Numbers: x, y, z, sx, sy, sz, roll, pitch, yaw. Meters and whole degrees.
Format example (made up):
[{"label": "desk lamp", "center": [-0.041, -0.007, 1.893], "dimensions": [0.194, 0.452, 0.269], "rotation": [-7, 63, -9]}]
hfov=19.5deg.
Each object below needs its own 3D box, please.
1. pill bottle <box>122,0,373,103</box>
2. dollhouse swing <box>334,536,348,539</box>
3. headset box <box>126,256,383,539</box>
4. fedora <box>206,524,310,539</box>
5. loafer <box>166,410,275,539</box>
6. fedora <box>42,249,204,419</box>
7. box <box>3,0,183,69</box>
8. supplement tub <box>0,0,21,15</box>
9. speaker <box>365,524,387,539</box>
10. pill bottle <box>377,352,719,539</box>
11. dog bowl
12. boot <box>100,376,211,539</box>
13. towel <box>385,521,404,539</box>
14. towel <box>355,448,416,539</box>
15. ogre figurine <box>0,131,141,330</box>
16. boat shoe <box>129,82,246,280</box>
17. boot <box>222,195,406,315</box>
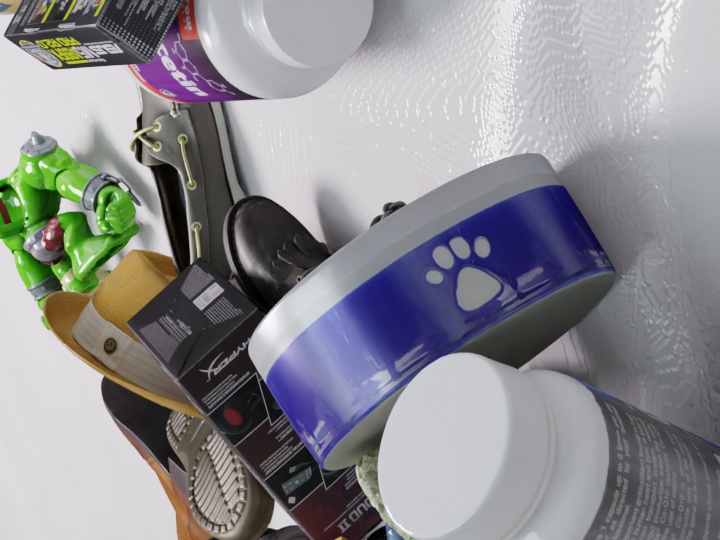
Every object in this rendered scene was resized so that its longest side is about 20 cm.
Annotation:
[{"label": "pill bottle", "center": [-0.074, -0.163, 1.320], "dimensions": [0.199, 0.112, 0.113], "rotation": [5, 115, 60]}, {"label": "dollhouse swing", "center": [0.000, 0.311, 1.388], "dimensions": [0.200, 0.176, 0.182], "rotation": [41, -158, -19]}, {"label": "headset box", "center": [-0.060, 0.101, 1.453], "dimensions": [0.200, 0.075, 0.149], "rotation": [52, 174, -24]}, {"label": "fedora", "center": [-0.057, 0.269, 1.565], "dimensions": [0.176, 0.201, 0.090], "rotation": [38, 134, -9]}, {"label": "loafer", "center": [-0.095, 0.148, 1.622], "dimensions": [0.076, 0.067, 0.200], "rotation": [-59, 26, 16]}, {"label": "fedora", "center": [-0.144, 0.041, 1.599], "dimensions": [0.200, 0.200, 0.082], "rotation": [36, 104, 45]}, {"label": "box", "center": [-0.134, -0.223, 1.311], "dimensions": [0.044, 0.201, 0.160], "rotation": [32, 167, -28]}, {"label": "supplement tub", "center": [-0.246, -0.266, 1.517], "dimensions": [0.200, 0.144, 0.146], "rotation": [-12, 100, 63]}, {"label": "speaker", "center": [0.031, 0.274, 1.505], "dimensions": [0.081, 0.081, 0.201], "rotation": [45, 145, 36]}, {"label": "pill bottle", "center": [0.111, 0.118, 1.085], "dimensions": [0.113, 0.199, 0.115], "rotation": [-27, 51, 39]}, {"label": "dog bowl", "center": [0.040, 0.025, 1.161], "dimensions": [0.079, 0.199, 0.200], "rotation": [57, 152, 12]}, {"label": "boot", "center": [-0.151, 0.192, 1.823], "dimensions": [0.188, 0.068, 0.201], "rotation": [34, 147, 35]}, {"label": "towel", "center": [0.057, 0.189, 1.318], "dimensions": [0.201, 0.048, 0.112], "rotation": [-98, -19, -45]}, {"label": "towel", "center": [0.076, 0.177, 1.183], "dimensions": [0.200, 0.037, 0.148], "rotation": [44, 179, 10]}, {"label": "ogre figurine", "center": [-0.257, -0.040, 1.772], "dimensions": [0.120, 0.098, 0.200], "rotation": [50, 162, 7]}, {"label": "boat shoe", "center": [-0.133, -0.085, 1.544], "dimensions": [0.072, 0.060, 0.203], "rotation": [1, 111, 61]}, {"label": "boot", "center": [0.000, 0.000, 1.372], "dimensions": [0.200, 0.069, 0.174], "rotation": [51, 150, 9]}]
